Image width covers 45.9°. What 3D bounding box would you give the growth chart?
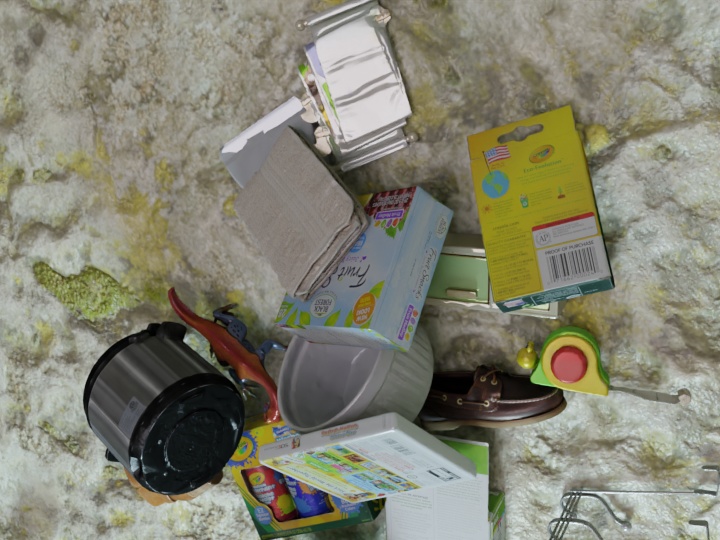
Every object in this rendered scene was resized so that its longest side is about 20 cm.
[{"bbox_3d":[-0.010,-0.224,1.026,0.143,0.018,0.203,-11,101,15],"label":"growth chart"}]

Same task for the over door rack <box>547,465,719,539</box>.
[{"bbox_3d":[0.310,0.296,0.967,0.198,0.147,0.067,-19,95,29],"label":"over door rack"}]

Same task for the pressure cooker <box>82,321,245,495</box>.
[{"bbox_3d":[-0.271,0.176,1.138,0.199,0.175,0.180,28,143,40],"label":"pressure cooker"}]

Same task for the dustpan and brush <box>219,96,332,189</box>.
[{"bbox_3d":[-0.078,-0.101,1.096,0.138,0.057,0.202,-30,85,17],"label":"dustpan and brush"}]

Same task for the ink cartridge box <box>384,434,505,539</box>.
[{"bbox_3d":[0.111,0.294,1.104,0.146,0.076,0.203,4,106,25],"label":"ink cartridge box"}]

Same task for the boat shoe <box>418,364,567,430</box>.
[{"bbox_3d":[0.150,0.152,1.044,0.197,0.070,0.071,-11,104,28],"label":"boat shoe"}]

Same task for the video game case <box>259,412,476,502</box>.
[{"bbox_3d":[0.012,0.223,0.988,0.180,0.200,0.023,-19,55,26],"label":"video game case"}]

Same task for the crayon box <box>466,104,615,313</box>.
[{"bbox_3d":[0.194,-0.067,0.928,0.125,0.051,0.203,-13,70,19],"label":"crayon box"}]

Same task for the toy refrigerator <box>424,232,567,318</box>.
[{"bbox_3d":[0.141,0.003,1.006,0.197,0.070,0.077,6,107,23],"label":"toy refrigerator"}]

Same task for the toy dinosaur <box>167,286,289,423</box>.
[{"bbox_3d":[-0.168,0.128,1.141,0.106,0.198,0.182,-63,31,12],"label":"toy dinosaur"}]

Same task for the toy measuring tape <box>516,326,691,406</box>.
[{"bbox_3d":[0.279,0.105,0.975,0.197,0.074,0.075,8,108,15],"label":"toy measuring tape"}]

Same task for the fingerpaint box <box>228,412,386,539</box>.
[{"bbox_3d":[-0.080,0.275,1.189,0.198,0.073,0.169,-18,97,29],"label":"fingerpaint box"}]

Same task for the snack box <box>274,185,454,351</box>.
[{"bbox_3d":[0.000,0.000,0.982,0.199,0.067,0.171,-2,64,56],"label":"snack box"}]

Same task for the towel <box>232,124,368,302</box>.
[{"bbox_3d":[-0.077,-0.070,1.005,0.133,0.034,0.200,-51,50,14],"label":"towel"}]

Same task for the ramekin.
[{"bbox_3d":[-0.001,0.123,1.042,0.104,0.202,0.200,32,125,-30],"label":"ramekin"}]

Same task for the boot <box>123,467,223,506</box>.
[{"bbox_3d":[-0.310,0.265,1.306,0.154,0.077,0.202,-26,100,33],"label":"boot"}]
